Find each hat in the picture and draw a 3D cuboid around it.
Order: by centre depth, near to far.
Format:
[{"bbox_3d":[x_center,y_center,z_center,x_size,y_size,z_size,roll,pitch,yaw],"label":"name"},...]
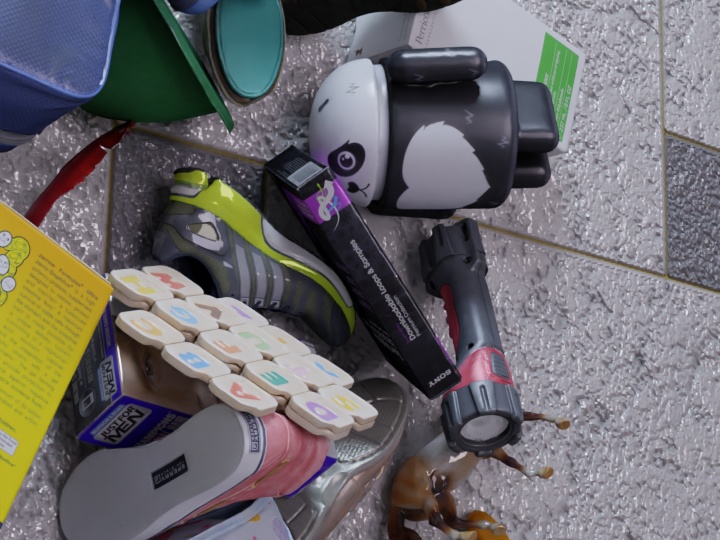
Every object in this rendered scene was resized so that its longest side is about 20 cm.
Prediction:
[{"bbox_3d":[-0.206,-0.130,1.418,0.176,0.200,0.166,-31,95,0],"label":"hat"}]

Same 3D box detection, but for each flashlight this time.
[{"bbox_3d":[0.085,0.055,1.583,0.068,0.067,0.201,83,-4,-49],"label":"flashlight"}]

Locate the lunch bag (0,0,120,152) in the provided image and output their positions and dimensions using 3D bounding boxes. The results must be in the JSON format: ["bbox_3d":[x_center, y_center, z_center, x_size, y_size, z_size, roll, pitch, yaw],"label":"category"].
[{"bbox_3d":[-0.252,-0.178,1.328,0.135,0.132,0.201,26,59,-31],"label":"lunch bag"}]

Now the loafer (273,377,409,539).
[{"bbox_3d":[-0.029,0.166,1.506,0.200,0.072,0.063,-50,155,-37],"label":"loafer"}]

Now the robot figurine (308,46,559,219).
[{"bbox_3d":[0.057,-0.109,1.564,0.199,0.125,0.151,0,100,-8],"label":"robot figurine"}]

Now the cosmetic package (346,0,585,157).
[{"bbox_3d":[0.094,-0.182,1.677,0.200,0.085,0.108,29,63,-35],"label":"cosmetic package"}]

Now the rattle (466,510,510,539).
[{"bbox_3d":[0.076,0.316,1.583,0.130,0.143,0.201,7,108,-41],"label":"rattle"}]

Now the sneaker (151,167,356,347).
[{"bbox_3d":[-0.086,0.006,1.490,0.200,0.074,0.081,39,73,-28],"label":"sneaker"}]

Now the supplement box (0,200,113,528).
[{"bbox_3d":[-0.268,0.070,1.270,0.109,0.109,0.201,40,55,-28],"label":"supplement box"}]

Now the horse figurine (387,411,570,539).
[{"bbox_3d":[0.082,0.166,1.574,0.200,0.132,0.050,-48,130,-24],"label":"horse figurine"}]

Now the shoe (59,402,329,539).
[{"bbox_3d":[-0.115,0.146,1.336,0.091,0.200,0.072,9,60,-48],"label":"shoe"}]

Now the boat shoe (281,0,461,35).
[{"bbox_3d":[0.013,-0.252,1.569,0.076,0.199,0.074,77,3,-61],"label":"boat shoe"}]

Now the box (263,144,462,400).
[{"bbox_3d":[0.000,0.000,1.516,0.036,0.143,0.200,-35,105,-5],"label":"box"}]

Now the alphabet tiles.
[{"bbox_3d":[-0.082,0.054,1.346,0.015,0.200,0.195,-60,163,13],"label":"alphabet tiles"}]

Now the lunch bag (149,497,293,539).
[{"bbox_3d":[-0.116,0.267,1.353,0.199,0.127,0.170,-25,95,-33],"label":"lunch bag"}]

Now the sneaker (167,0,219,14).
[{"bbox_3d":[-0.073,-0.244,1.456,0.082,0.074,0.200,54,47,-19],"label":"sneaker"}]

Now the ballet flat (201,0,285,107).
[{"bbox_3d":[-0.098,-0.218,1.522,0.067,0.062,0.201,2,75,-23],"label":"ballet flat"}]

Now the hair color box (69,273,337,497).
[{"bbox_3d":[-0.116,0.086,1.412,0.199,0.065,0.110,19,43,-37],"label":"hair color box"}]
